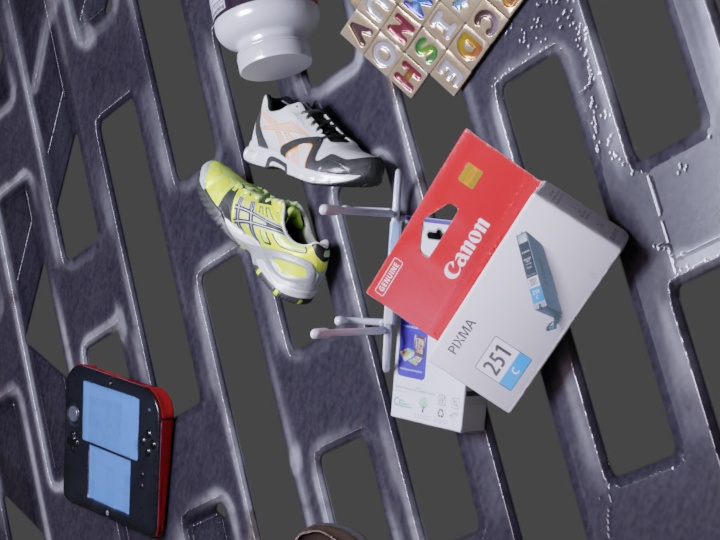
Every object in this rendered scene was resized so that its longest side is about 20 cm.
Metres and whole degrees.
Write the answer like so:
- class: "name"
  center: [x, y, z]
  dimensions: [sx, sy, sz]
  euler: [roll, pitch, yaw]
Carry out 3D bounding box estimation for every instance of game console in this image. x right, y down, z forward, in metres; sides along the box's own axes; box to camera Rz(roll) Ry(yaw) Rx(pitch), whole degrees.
- class: "game console"
  center: [-0.293, 0.211, 2.129]
  dimensions: [0.200, 0.031, 0.177]
  euler: [13, 99, 48]

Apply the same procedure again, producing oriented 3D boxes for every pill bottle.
- class: "pill bottle"
  center: [-0.106, -0.305, 1.868]
  dimensions: [0.112, 0.112, 0.200]
  euler: [-25, 72, 45]

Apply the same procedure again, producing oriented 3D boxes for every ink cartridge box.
- class: "ink cartridge box"
  center: [0.115, 0.002, 1.609]
  dimensions: [0.176, 0.045, 0.200]
  euler: [33, 118, 5]
- class: "ink cartridge box"
  center: [0.081, 0.049, 1.714]
  dimensions: [0.099, 0.039, 0.200]
  euler: [10, 99, 47]

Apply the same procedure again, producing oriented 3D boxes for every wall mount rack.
- class: "wall mount rack"
  center: [0.000, 0.000, 1.719]
  dimensions: [0.075, 0.174, 0.200]
  euler: [3, 93, 4]

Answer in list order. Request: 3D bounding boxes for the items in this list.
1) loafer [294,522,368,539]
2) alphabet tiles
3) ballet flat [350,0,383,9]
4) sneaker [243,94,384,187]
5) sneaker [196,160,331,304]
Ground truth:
- class: "loafer"
  center: [-0.010, 0.314, 1.786]
  dimensions: [0.200, 0.071, 0.073]
  euler: [29, 111, 44]
- class: "alphabet tiles"
  center: [0.065, -0.270, 1.709]
  dimensions: [0.167, 0.008, 0.200]
  euler: [43, 123, 11]
- class: "ballet flat"
  center: [-0.005, -0.349, 1.794]
  dimensions: [0.065, 0.070, 0.200]
  euler: [-28, 66, 56]
- class: "sneaker"
  center: [-0.049, -0.132, 1.834]
  dimensions: [0.200, 0.074, 0.080]
  euler: [21, 103, 46]
- class: "sneaker"
  center: [-0.097, -0.054, 1.895]
  dimensions: [0.200, 0.075, 0.076]
  euler: [47, 116, 25]
